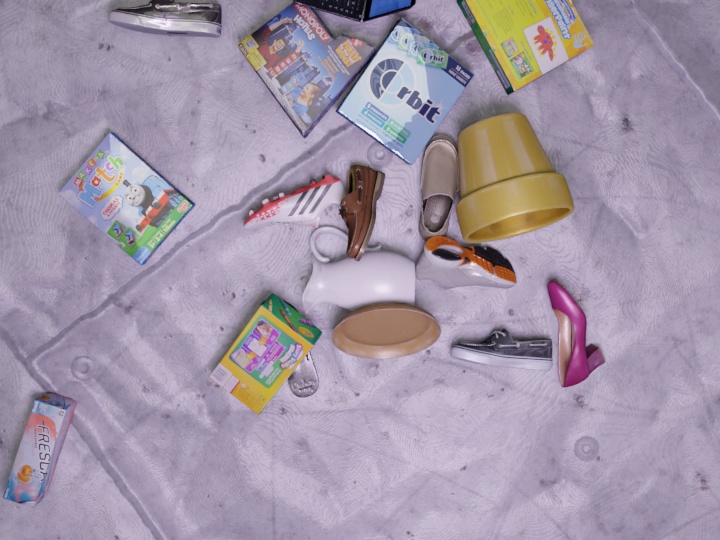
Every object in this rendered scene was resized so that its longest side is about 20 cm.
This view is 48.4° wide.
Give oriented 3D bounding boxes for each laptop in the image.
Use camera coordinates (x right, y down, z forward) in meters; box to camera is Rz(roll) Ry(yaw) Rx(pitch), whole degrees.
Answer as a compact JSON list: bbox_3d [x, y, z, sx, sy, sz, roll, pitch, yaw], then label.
[{"bbox_3d":[0.001,-0.540,1.397,0.199,0.103,0.178,13,77,-11],"label":"laptop"}]

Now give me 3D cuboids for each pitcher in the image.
[{"bbox_3d":[0.000,0.000,1.470,0.199,0.121,0.172,1,72,3],"label":"pitcher"}]

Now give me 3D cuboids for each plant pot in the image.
[{"bbox_3d":[0.257,-0.167,1.421,0.200,0.201,0.189,-13,81,0],"label":"plant pot"},{"bbox_3d":[0.046,0.107,1.453,0.199,0.200,0.028,-4,60,-1],"label":"plant pot"}]

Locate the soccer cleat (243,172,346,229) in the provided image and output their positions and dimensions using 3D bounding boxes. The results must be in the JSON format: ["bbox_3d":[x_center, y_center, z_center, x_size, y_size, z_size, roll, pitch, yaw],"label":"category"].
[{"bbox_3d":[-0.117,-0.108,1.476,0.200,0.069,0.085,-25,91,-3],"label":"soccer cleat"}]

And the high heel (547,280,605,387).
[{"bbox_3d":[0.379,0.121,1.499,0.096,0.067,0.200,-33,98,-9],"label":"high heel"}]

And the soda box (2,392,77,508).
[{"bbox_3d":[-0.600,0.335,1.504,0.063,0.068,0.200,19,93,-2],"label":"soda box"}]

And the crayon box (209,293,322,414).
[{"bbox_3d":[-0.174,0.155,1.465,0.119,0.058,0.200,38,116,-1],"label":"crayon box"}]

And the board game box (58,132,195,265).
[{"bbox_3d":[-0.431,-0.132,1.483,0.200,0.037,0.151,41,94,-3],"label":"board game box"}]

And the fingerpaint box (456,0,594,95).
[{"bbox_3d":[0.296,-0.448,1.447,0.167,0.073,0.200,-31,95,3],"label":"fingerpaint box"}]

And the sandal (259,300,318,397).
[{"bbox_3d":[-0.129,0.144,1.508,0.076,0.043,0.201,-24,95,1],"label":"sandal"}]

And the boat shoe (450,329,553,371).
[{"bbox_3d":[0.266,0.146,1.510,0.199,0.072,0.071,6,86,-12],"label":"boat shoe"}]

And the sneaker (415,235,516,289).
[{"bbox_3d":[0.194,0.001,1.496,0.200,0.076,0.092,17,134,-17],"label":"sneaker"}]

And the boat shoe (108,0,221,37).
[{"bbox_3d":[-0.350,-0.461,1.442,0.199,0.071,0.064,3,96,-9],"label":"boat shoe"}]

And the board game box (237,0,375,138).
[{"bbox_3d":[-0.082,-0.381,1.454,0.200,0.062,0.200,-36,94,1],"label":"board game box"}]

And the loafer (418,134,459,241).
[{"bbox_3d":[0.147,-0.149,1.474,0.075,0.068,0.201,3,95,-1],"label":"loafer"}]

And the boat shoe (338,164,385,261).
[{"bbox_3d":[-0.009,-0.104,1.437,0.068,0.072,0.200,20,51,-12],"label":"boat shoe"}]

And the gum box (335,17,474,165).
[{"bbox_3d":[0.081,-0.323,1.458,0.170,0.045,0.200,35,93,-12],"label":"gum box"}]
